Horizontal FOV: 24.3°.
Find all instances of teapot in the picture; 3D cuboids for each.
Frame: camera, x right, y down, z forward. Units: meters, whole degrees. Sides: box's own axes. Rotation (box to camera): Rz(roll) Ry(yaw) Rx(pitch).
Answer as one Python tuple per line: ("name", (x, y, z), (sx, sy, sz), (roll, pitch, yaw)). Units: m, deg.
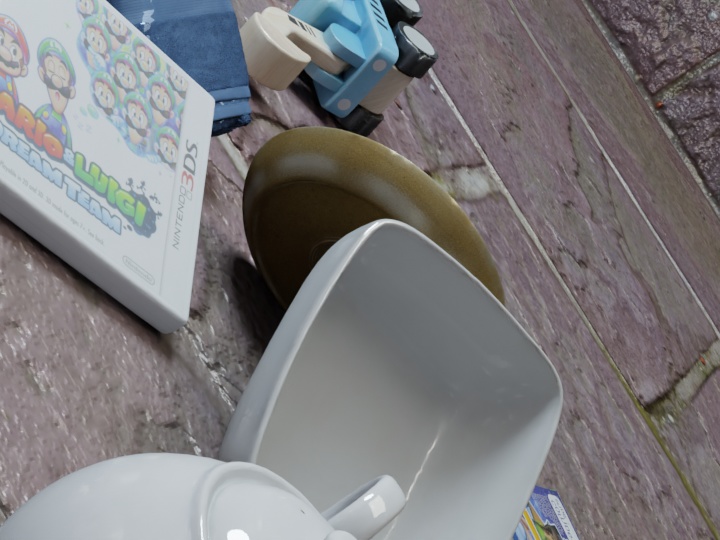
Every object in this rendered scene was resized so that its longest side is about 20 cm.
("teapot", (-0.056, 0.151, 0.705), (0.197, 0.146, 0.201), (40, 24, -41))

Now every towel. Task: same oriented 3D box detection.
("towel", (-0.134, -0.183, 1.097), (0.111, 0.048, 0.201), (-17, 98, -52))

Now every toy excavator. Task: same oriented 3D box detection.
("toy excavator", (-0.036, -0.192, 1.413), (0.199, 0.100, 0.195), (26, 32, -34))

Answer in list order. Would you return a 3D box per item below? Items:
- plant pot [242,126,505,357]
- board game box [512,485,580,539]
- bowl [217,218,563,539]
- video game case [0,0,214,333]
("plant pot", (0.000, 0.000, 1.064), (0.200, 0.200, 0.028), (52, 54, -13))
("board game box", (0.147, 0.249, 1.212), (0.135, 0.034, 0.201), (25, 37, -58))
("bowl", (0.010, 0.093, 0.969), (0.200, 0.074, 0.200), (43, 62, -32))
("video game case", (-0.161, -0.088, 0.956), (0.200, 0.024, 0.183), (41, 38, -37))
